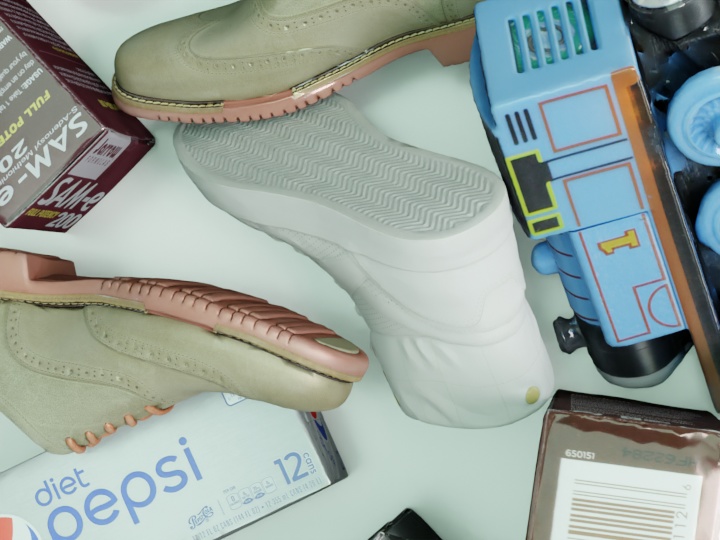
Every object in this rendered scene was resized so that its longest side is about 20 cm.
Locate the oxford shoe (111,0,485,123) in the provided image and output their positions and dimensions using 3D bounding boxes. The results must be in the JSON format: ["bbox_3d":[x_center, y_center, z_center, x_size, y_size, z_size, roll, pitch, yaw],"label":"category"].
[{"bbox_3d":[-0.013,-0.115,1.171,0.199,0.071,0.074,-16,123,10],"label":"oxford shoe"}]

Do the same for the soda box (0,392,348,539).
[{"bbox_3d":[-0.108,0.100,1.194,0.199,0.068,0.064,-26,86,5],"label":"soda box"}]

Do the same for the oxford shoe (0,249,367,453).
[{"bbox_3d":[-0.092,0.038,1.135,0.199,0.071,0.074,10,90,25],"label":"oxford shoe"}]

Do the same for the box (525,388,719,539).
[{"bbox_3d":[0.099,0.102,1.107,0.075,0.200,0.101,8,91,3],"label":"box"}]

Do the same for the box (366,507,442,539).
[{"bbox_3d":[0.029,0.218,1.151,0.148,0.124,0.200,-43,85,4],"label":"box"}]

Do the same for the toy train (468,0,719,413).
[{"bbox_3d":[0.116,-0.031,1.122,0.114,0.087,0.200,-15,131,9],"label":"toy train"}]

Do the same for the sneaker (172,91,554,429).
[{"bbox_3d":[0.000,0.000,1.161,0.074,0.200,0.116,-33,124,-20],"label":"sneaker"}]

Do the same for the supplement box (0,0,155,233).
[{"bbox_3d":[-0.179,-0.107,1.184,0.061,0.109,0.200,-44,85,5],"label":"supplement box"}]
